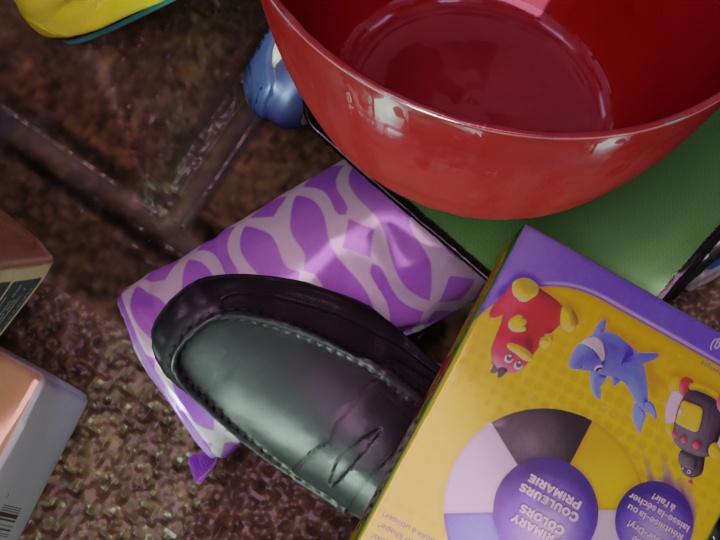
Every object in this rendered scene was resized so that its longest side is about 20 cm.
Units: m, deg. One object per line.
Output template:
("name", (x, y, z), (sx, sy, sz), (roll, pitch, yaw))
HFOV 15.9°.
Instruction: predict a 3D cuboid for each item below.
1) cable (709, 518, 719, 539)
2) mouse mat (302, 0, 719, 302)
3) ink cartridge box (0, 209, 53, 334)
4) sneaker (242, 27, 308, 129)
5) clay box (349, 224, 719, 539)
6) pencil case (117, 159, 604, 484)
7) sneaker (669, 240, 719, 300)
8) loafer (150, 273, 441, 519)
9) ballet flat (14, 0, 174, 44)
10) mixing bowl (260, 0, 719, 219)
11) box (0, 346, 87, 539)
("cable", (0.088, 0.173, 1.004), (0.200, 0.050, 0.097), (-35, 121, -23))
("mouse mat", (0.096, -0.083, 1.008), (0.161, 0.008, 0.200), (41, 80, 8))
("ink cartridge box", (-0.240, -0.003, 0.937), (0.200, 0.075, 0.165), (39, 98, 6))
("sneaker", (0.047, -0.110, 1.054), (0.200, 0.075, 0.088), (-37, 82, -1))
("clay box", (0.060, 0.099, 0.938), (0.115, 0.048, 0.201), (28, 77, -1))
("pencil case", (0.000, 0.000, 1.044), (0.199, 0.084, 0.086), (-28, 118, 1))
("sneaker", (0.184, -0.074, 1.043), (0.199, 0.075, 0.087), (-29, 76, 0))
("loafer", (0.009, 0.064, 0.990), (0.200, 0.071, 0.068), (29, 114, -28))
("ballet flat", (-0.064, -0.147, 1.035), (0.199, 0.067, 0.067), (-17, 40, 26))
("mixing bowl", (0.050, -0.094, 0.937), (0.199, 0.109, 0.201), (4, 54, -6))
("box", (-0.236, 0.069, 1.034), (0.199, 0.106, 0.153), (26, 85, 7))
